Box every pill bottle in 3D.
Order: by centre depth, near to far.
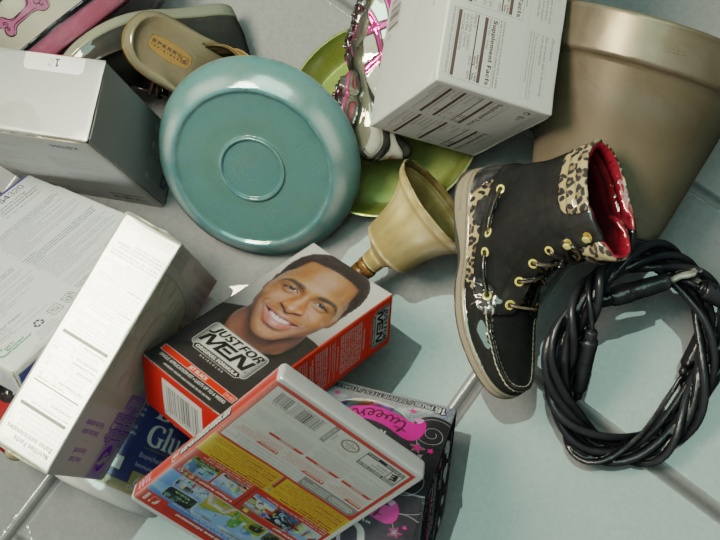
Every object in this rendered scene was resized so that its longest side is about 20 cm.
[{"bbox_3d":[-0.193,0.112,1.070,0.110,0.111,0.203,21,81,14],"label":"pill bottle"}]

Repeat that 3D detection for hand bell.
[{"bbox_3d":[0.000,0.000,1.079,0.199,0.104,0.105,-38,72,20],"label":"hand bell"}]

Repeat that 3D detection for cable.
[{"bbox_3d":[0.236,0.077,1.007,0.162,0.051,0.201,34,95,-17],"label":"cable"}]

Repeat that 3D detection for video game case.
[{"bbox_3d":[-0.066,0.163,0.901,0.142,0.018,0.199,37,125,-21],"label":"video game case"}]

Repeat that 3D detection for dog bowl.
[{"bbox_3d":[-0.287,-0.268,1.148,0.199,0.200,0.074,-38,105,-1],"label":"dog bowl"}]

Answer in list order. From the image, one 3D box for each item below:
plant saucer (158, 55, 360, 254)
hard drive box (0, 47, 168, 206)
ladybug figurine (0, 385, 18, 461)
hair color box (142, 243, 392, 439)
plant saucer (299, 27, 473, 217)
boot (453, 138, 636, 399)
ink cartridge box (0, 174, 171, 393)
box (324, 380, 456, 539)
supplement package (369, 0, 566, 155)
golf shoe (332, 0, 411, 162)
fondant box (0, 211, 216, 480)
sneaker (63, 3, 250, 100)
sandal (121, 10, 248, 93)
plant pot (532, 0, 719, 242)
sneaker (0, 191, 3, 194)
[{"bbox_3d":[-0.098,-0.099,1.082,0.196,0.028,0.203,6,120,9],"label":"plant saucer"},{"bbox_3d":[-0.279,-0.133,1.098,0.153,0.200,0.078,9,80,11],"label":"hard drive box"},{"bbox_3d":[-0.305,0.079,1.084,0.135,0.072,0.203,-25,46,32],"label":"ladybug figurine"},{"bbox_3d":[-0.074,0.065,0.976,0.101,0.062,0.199,31,47,29],"label":"hair color box"},{"bbox_3d":[0.023,-0.146,1.140,0.196,0.031,0.204,-2,75,9],"label":"plant saucer"},{"bbox_3d":[0.152,-0.003,0.964,0.149,0.072,0.204,-16,71,46],"label":"boot"},{"bbox_3d":[-0.300,0.007,1.054,0.198,0.044,0.196,20,50,32],"label":"ink cartridge box"},{"bbox_3d":[-0.029,0.177,0.995,0.197,0.134,0.115,12,37,12],"label":"box"},{"bbox_3d":[0.098,-0.224,1.015,0.109,0.155,0.204,14,78,-18],"label":"supplement package"},{"bbox_3d":[0.026,-0.201,1.108,0.091,0.073,0.204,13,84,-7],"label":"golf shoe"},{"bbox_3d":[-0.202,0.067,0.949,0.058,0.144,0.202,29,82,10],"label":"fondant box"},{"bbox_3d":[-0.185,-0.190,1.128,0.198,0.075,0.107,-21,74,-30],"label":"sneaker"},{"bbox_3d":[-0.129,-0.182,1.093,0.198,0.054,0.081,27,76,-18],"label":"sandal"},{"bbox_3d":[0.232,-0.124,1.030,0.197,0.200,0.176,18,95,13],"label":"plant pot"},{"bbox_3d":[-0.418,0.001,1.146,0.074,0.090,0.201,33,84,16],"label":"sneaker"}]
